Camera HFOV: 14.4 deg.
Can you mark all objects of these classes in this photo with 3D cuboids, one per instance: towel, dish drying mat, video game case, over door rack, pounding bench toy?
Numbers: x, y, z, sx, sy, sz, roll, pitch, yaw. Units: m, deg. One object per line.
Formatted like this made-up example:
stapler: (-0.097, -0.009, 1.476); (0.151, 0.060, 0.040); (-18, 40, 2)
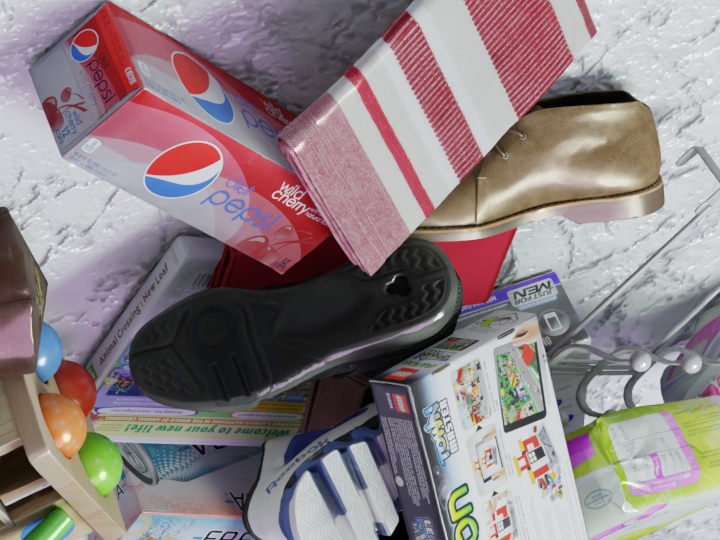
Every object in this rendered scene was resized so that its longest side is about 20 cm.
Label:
towel: (0.044, -0.104, 1.579); (0.200, 0.023, 0.144); (-46, 148, -10)
dish drying mat: (0.000, 0.000, 1.733); (0.200, 0.018, 0.077); (-7, 135, -29)
video game case: (-0.069, 0.048, 1.791); (0.200, 0.022, 0.182); (4, 138, -36)
over door rack: (0.206, 0.020, 1.804); (0.148, 0.067, 0.200); (3, 125, -57)
pounding bench toy: (-0.217, 0.136, 1.664); (0.156, 0.200, 0.124); (-25, 147, 5)

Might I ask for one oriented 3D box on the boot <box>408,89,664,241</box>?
boot: (0.082, -0.063, 1.704); (0.200, 0.074, 0.076); (-10, 115, -11)

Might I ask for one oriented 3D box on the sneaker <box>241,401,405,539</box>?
sneaker: (0.002, 0.111, 1.702); (0.199, 0.081, 0.115); (-27, -167, -36)

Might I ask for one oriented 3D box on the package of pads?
package of pads: (0.151, 0.139, 1.814); (0.154, 0.068, 0.200); (-28, 168, 30)

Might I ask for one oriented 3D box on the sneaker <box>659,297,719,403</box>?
sneaker: (0.278, 0.039, 1.941); (0.200, 0.088, 0.081); (-37, 120, -12)

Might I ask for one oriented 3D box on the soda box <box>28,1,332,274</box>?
soda box: (-0.088, -0.070, 1.568); (0.063, 0.070, 0.200); (-39, 144, 19)

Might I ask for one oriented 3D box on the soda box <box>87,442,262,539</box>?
soda box: (-0.086, 0.156, 1.890); (0.200, 0.068, 0.064); (7, 135, -38)

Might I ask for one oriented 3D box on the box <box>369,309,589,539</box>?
box: (0.077, 0.136, 1.663); (0.110, 0.035, 0.200); (-26, 110, -37)

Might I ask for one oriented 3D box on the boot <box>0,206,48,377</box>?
boot: (-0.261, 0.071, 1.602); (0.200, 0.064, 0.187); (-13, 104, -17)

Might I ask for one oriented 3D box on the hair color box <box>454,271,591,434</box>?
hair color box: (0.090, 0.094, 1.911); (0.109, 0.065, 0.200); (-18, 148, -11)

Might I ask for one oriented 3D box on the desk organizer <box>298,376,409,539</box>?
desk organizer: (0.002, 0.138, 1.803); (0.072, 0.077, 0.200); (-38, 149, -51)

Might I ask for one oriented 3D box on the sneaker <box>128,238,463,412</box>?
sneaker: (-0.032, 0.042, 1.677); (0.199, 0.076, 0.114); (-19, 162, 6)
